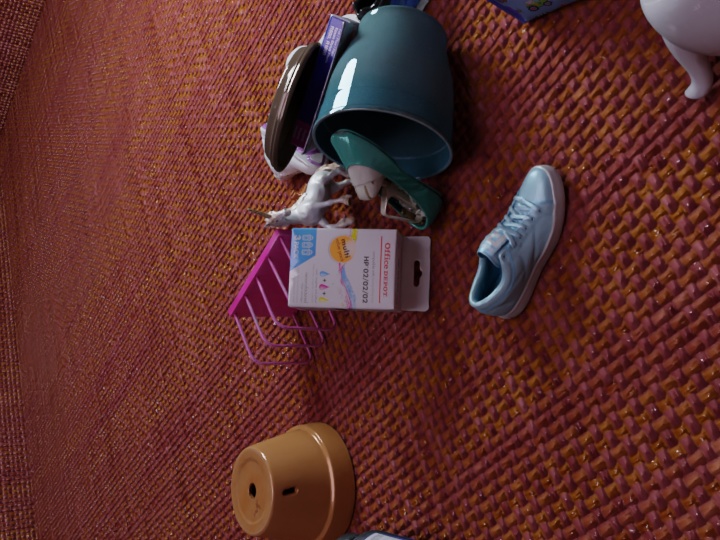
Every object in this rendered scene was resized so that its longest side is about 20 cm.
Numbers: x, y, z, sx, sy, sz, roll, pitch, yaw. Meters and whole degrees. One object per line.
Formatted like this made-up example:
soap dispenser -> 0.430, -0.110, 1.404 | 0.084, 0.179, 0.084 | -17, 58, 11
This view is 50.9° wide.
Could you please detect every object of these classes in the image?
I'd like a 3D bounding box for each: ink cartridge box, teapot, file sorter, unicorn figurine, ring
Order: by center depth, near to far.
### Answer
teapot -> 0.370, -0.273, 0.689 | 0.199, 0.145, 0.200 | -55, 9, 5
ink cartridge box -> 0.000, 0.000, 1.100 | 0.197, 0.068, 0.117 | 1, 84, 11
ink cartridge box -> -0.052, -0.287, 1.158 | 0.200, 0.043, 0.199 | -55, -14, -72
unicorn figurine -> -0.070, -0.112, 1.216 | 0.135, 0.200, 0.075 | -1, 119, 23
file sorter -> -0.105, 0.050, 1.265 | 0.201, 0.138, 0.126 | -54, 50, 33
ring -> -0.149, -0.069, 1.342 | 0.202, 0.019, 0.201 | -57, 12, 19

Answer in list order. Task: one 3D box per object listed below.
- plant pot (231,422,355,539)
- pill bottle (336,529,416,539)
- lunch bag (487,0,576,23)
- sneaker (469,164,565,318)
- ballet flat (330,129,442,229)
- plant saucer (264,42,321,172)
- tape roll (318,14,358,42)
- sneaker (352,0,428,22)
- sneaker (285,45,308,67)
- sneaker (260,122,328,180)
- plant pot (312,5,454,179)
plant pot -> -0.121, 0.354, 1.244 | 0.199, 0.139, 0.203 | -11, 76, 51
pill bottle -> 0.042, 0.423, 1.046 | 0.199, 0.111, 0.114 | -9, 78, 52
lunch bag -> 0.187, -0.384, 0.887 | 0.150, 0.198, 0.096 | -6, 80, 52
sneaker -> 0.190, -0.035, 0.937 | 0.074, 0.081, 0.203 | 28, 107, 49
ballet flat -> 0.035, -0.117, 1.050 | 0.067, 0.199, 0.071 | -11, 54, 53
plant saucer -> -0.102, -0.248, 1.146 | 0.200, 0.029, 0.203 | 20, -91, -87
tape roll -> -0.023, -0.328, 1.285 | 0.202, 0.037, 0.206 | -10, 78, 52
sneaker -> 0.061, -0.451, 1.131 | 0.201, 0.110, 0.077 | -56, 46, 31
sneaker -> -0.104, -0.290, 1.274 | 0.200, 0.074, 0.090 | 131, 152, -62
sneaker -> -0.117, -0.202, 1.380 | 0.200, 0.074, 0.101 | 39, 134, 47
plant pot -> 0.045, -0.258, 1.077 | 0.199, 0.198, 0.191 | -13, 61, 50
